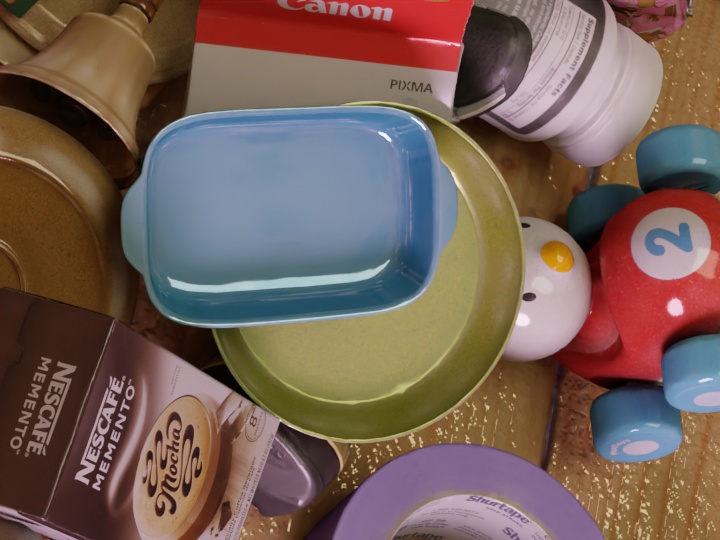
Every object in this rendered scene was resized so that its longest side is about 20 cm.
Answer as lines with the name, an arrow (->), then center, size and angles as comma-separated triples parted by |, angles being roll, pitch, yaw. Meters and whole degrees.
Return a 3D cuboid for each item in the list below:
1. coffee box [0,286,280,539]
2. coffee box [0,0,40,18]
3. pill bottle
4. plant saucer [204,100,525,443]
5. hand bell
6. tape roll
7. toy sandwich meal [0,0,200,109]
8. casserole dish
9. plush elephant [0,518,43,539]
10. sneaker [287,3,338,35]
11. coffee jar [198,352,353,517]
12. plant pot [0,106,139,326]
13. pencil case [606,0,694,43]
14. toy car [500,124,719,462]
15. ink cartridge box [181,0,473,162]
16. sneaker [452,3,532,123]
coffee box -> -0.135, 0.098, 1.367 | 0.200, 0.080, 0.113 | 37, 70, -60
coffee box -> -0.138, -0.241, 1.451 | 0.044, 0.123, 0.200 | 42, 48, -13
pill bottle -> 0.098, -0.157, 1.678 | 0.200, 0.114, 0.114 | 29, 62, -27
plant saucer -> 0.000, 0.000, 1.472 | 0.199, 0.031, 0.201 | -3, 98, -21
hand bell -> -0.126, -0.156, 1.441 | 0.104, 0.104, 0.200 | 39, 63, -21
tape roll -> 0.057, 0.213, 1.534 | 0.199, 0.085, 0.201 | 10, 63, -19
toy sandwich meal -> -0.169, -0.181, 1.523 | 0.205, 0.070, 0.206 | 17, 57, -28
casserole dish -> -0.043, -0.033, 1.414 | 0.199, 0.039, 0.122 | -4, 99, -22
plush elephant -> -0.199, 0.222, 1.317 | 0.200, 0.155, 0.165 | 40, 79, -13
sneaker -> -0.015, -0.233, 1.453 | 0.074, 0.087, 0.201 | -18, 106, -58
coffee jar -> -0.027, 0.052, 1.547 | 0.104, 0.085, 0.200 | 46, 56, -16
plant pot -> -0.218, 0.008, 1.387 | 0.199, 0.027, 0.201 | -4, 107, -14
pencil case -> 0.187, -0.214, 1.708 | 0.086, 0.200, 0.083 | -12, 80, 5
toy car -> 0.135, 0.008, 1.632 | 0.199, 0.177, 0.185 | 8, 63, -25
ink cartridge box -> -0.022, -0.108, 1.473 | 0.160, 0.200, 0.050 | 6, 60, -6
sneaker -> -0.002, -0.138, 1.536 | 0.115, 0.200, 0.075 | 20, 76, -49
